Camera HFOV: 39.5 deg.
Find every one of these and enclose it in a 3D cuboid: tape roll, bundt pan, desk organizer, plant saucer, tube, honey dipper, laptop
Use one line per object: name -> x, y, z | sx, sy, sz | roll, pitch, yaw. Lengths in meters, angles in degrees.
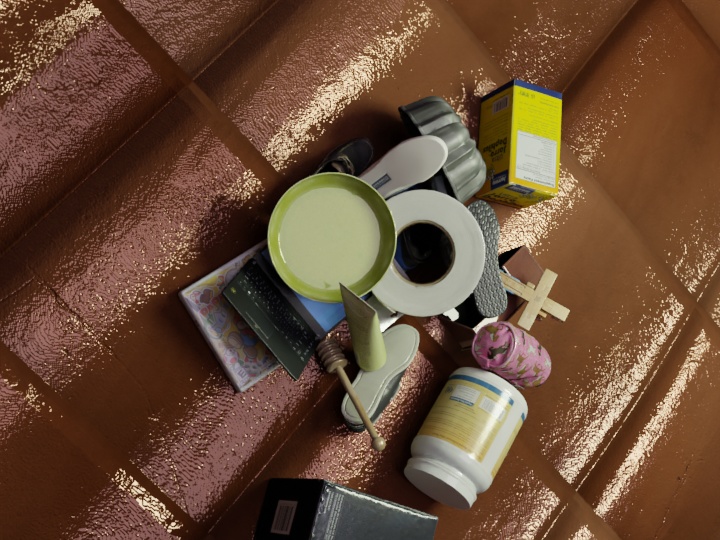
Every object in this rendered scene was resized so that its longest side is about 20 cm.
tape roll -> 0.098, -0.026, 1.599 | 0.202, 0.071, 0.203 | 0, 91, 4
bundt pan -> 0.146, -0.207, 1.687 | 0.076, 0.202, 0.202 | -30, 96, 0
desk organizer -> 0.236, 0.046, 1.770 | 0.200, 0.072, 0.077 | -42, 99, -27
plant saucer -> -0.045, -0.050, 1.541 | 0.200, 0.031, 0.200 | 0, 90, -11
tube -> 0.008, 0.090, 1.549 | 0.058, 0.200, 0.052 | -1, 58, 8
honey dipper -> -0.014, 0.198, 1.580 | 0.038, 0.038, 0.200 | -13, 61, -29
laptop -> -0.092, 0.036, 1.548 | 0.177, 0.103, 0.200 | 51, 27, -10

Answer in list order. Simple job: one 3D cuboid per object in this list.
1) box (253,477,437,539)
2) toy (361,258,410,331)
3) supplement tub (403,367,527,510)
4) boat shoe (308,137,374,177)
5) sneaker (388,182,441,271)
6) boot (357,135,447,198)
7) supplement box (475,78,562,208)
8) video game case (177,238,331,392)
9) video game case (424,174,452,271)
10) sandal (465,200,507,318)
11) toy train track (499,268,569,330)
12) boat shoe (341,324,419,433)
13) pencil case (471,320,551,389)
box -> -0.026, 0.394, 1.492 | 0.198, 0.200, 0.123 | 22, 71, -23
toy -> 0.000, 0.000, 1.665 | 0.115, 0.047, 0.200 | -37, 98, -25
supplement tub -> 0.172, 0.276, 1.651 | 0.145, 0.145, 0.200 | 41, 65, -16
boat shoe -> -0.039, -0.153, 1.656 | 0.075, 0.073, 0.200 | 49, 63, -12
sneaker -> 0.094, -0.102, 1.696 | 0.077, 0.111, 0.200 | 14, 74, -25
boot -> 0.062, -0.167, 1.618 | 0.073, 0.200, 0.090 | 58, 29, -10
supplement box -> 0.288, -0.228, 1.824 | 0.109, 0.109, 0.200 | 12, 75, -26
video game case -> -0.160, 0.063, 1.583 | 0.200, 0.023, 0.182 | -34, 97, -28
video game case -> 0.148, -0.055, 1.704 | 0.019, 0.143, 0.200 | -15, 88, -3
sandal -> 0.201, -0.018, 1.699 | 0.075, 0.048, 0.201 | -6, 86, -9
toy train track -> 0.264, 0.032, 1.727 | 0.200, 0.033, 0.115 | 30, 73, 3
boat shoe -> 0.035, 0.178, 1.645 | 0.074, 0.060, 0.200 | 21, 60, 18
pencil case -> 0.258, 0.146, 1.705 | 0.200, 0.083, 0.087 | 34, 48, -57
